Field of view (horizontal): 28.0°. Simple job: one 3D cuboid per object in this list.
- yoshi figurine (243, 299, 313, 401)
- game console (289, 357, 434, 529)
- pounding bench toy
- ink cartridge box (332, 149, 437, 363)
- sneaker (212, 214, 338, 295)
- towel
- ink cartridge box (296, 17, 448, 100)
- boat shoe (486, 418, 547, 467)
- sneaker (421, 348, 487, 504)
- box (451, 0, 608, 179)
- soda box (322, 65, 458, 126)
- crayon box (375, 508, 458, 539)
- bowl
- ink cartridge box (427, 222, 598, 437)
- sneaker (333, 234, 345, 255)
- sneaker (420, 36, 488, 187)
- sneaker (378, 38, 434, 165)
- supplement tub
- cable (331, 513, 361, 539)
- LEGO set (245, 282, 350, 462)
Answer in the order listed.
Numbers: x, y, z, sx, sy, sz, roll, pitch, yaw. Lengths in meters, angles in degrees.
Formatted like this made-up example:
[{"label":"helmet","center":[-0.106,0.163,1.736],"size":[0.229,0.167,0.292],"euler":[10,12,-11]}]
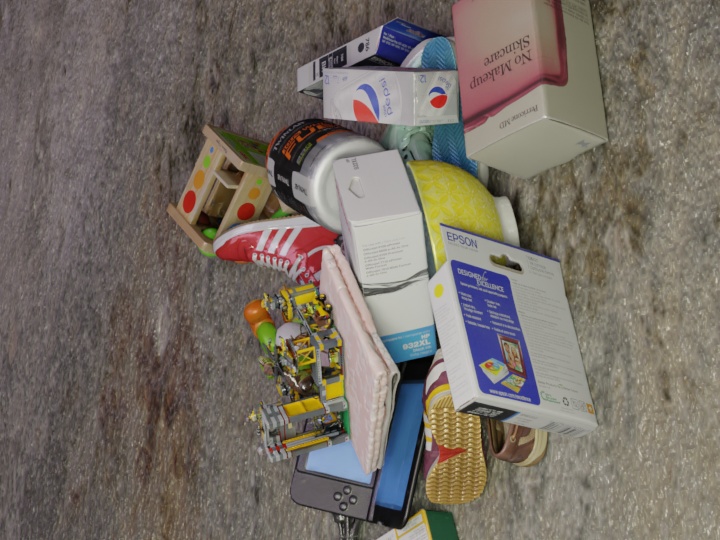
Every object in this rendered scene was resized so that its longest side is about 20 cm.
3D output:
[{"label":"yoshi figurine","center":[-0.079,0.107,1.868],"size":[0.112,0.112,0.201],"euler":[-46,50,22]},{"label":"game console","center":[0.004,0.192,1.714],"size":[0.174,0.116,0.202],"euler":[11,80,16]},{"label":"pounding bench toy","center":[-0.156,-0.079,1.998],"size":[0.200,0.124,0.157],"euler":[44,113,46]},{"label":"ink cartridge box","center":[0.028,-0.015,1.667],"size":[0.146,0.083,0.201],"euler":[-106,7,-54]},{"label":"sneaker","center":[-0.098,-0.009,1.900],"size":[0.198,0.071,0.114],"euler":[-10,73,13]},{"label":"towel","center":[-0.007,0.102,1.643],"size":[0.201,0.032,0.192],"euler":[96,155,-49]},{"label":"ink cartridge box","center":[0.016,-0.265,1.867],"size":[0.199,0.099,0.040],"euler":[-20,64,47]},{"label":"boat shoe","center":[0.162,0.114,1.602],"size":[0.072,0.072,0.202],"euler":[-16,67,46]},{"label":"sneaker","center":[0.105,0.177,1.615],"size":[0.091,0.074,0.201],"euler":[-91,1,-46]},{"label":"box","center":[0.190,-0.226,1.641],"size":[0.127,0.108,0.202],"euler":[-25,60,43]},{"label":"soda box","center":[0.033,-0.210,1.727],"size":[0.199,0.068,0.064],"euler":[14,108,55]},{"label":"crayon box","center":[0.071,0.391,1.645],"size":[0.126,0.051,0.201],"euler":[-39,51,36]},{"label":"bowl","center":[0.122,-0.035,1.648],"size":[0.200,0.107,0.202],"euler":[170,90,-87]},{"label":"ink cartridge box","center":[0.157,0.066,1.525],"size":[0.047,0.197,0.202],"euler":[-36,53,37]},{"label":"sneaker","center":[0.000,0.000,1.831],"size":[0.098,0.070,0.202],"euler":[38,106,48]},{"label":"sneaker","center":[0.131,-0.180,1.730],"size":[0.076,0.080,0.202],"euler":[0,99,48]},{"label":"sneaker","center":[0.083,-0.176,1.779],"size":[0.118,0.073,0.202],"euler":[52,128,51]},{"label":"supplement tub","center":[-0.042,-0.122,1.806],"size":[0.200,0.122,0.124],"euler":[30,103,62]},{"label":"cable","center":[-0.009,0.311,1.791],"size":[0.096,0.050,0.202],"euler":[-11,83,26]},{"label":"LEGO set","center":[-0.088,0.121,1.668],"size":[0.154,0.115,0.201],"euler":[-119,22,-44]}]
